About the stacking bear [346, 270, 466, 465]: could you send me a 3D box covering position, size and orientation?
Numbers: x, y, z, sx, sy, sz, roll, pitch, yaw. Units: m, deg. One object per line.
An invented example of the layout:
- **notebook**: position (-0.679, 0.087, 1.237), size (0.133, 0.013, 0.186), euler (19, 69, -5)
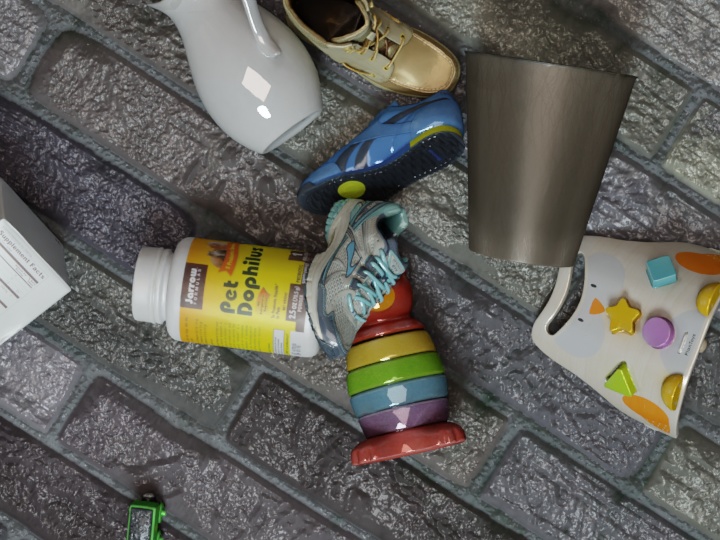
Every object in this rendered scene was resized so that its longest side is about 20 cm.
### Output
- **stacking bear**: position (0.032, 0.092, 1.639), size (0.120, 0.114, 0.203), euler (-13, 82, 4)

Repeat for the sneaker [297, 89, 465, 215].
- **sneaker**: position (0.020, -0.125, 1.651), size (0.198, 0.066, 0.079), euler (-26, 52, 20)

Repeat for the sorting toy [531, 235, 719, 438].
- **sorting toy**: position (0.278, 0.051, 1.643), size (0.178, 0.107, 0.202), euler (21, 95, 21)

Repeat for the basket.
- **basket**: position (0.179, -0.112, 1.610), size (0.178, 0.136, 0.203), euler (9, 98, 3)

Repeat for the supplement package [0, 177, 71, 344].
- **supplement package**: position (-0.415, 0.020, 1.637), size (0.199, 0.114, 0.110), euler (-38, 120, 4)

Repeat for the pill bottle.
- **pill bottle**: position (-0.135, 0.025, 1.641), size (0.197, 0.109, 0.111), euler (7, 94, 2)

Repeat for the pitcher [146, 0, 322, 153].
- **pitcher**: position (-0.119, -0.231, 1.597), size (0.121, 0.171, 0.201), euler (-35, 90, -23)

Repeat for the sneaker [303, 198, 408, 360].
- **sneaker**: position (0.000, 0.000, 1.577), size (0.085, 0.202, 0.078), euler (-6, 137, 21)

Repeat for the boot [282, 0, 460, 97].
- **boot**: position (0.012, -0.236, 1.594), size (0.198, 0.155, 0.073), euler (28, 93, -2)

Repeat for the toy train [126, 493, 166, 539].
- **toy train**: position (-0.239, 0.343, 1.693), size (0.041, 0.056, 0.203), euler (5, 93, 2)
